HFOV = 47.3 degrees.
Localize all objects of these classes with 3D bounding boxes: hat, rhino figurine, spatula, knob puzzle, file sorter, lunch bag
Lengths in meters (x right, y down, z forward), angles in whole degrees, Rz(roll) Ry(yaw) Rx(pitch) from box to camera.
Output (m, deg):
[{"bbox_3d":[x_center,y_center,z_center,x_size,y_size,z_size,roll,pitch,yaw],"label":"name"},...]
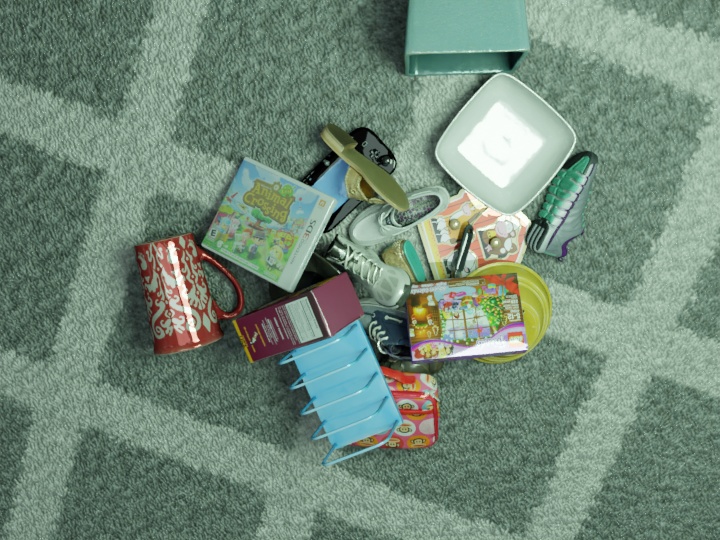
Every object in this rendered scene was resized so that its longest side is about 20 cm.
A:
[{"bbox_3d":[-0.071,0.048,1.508,0.199,0.081,0.202,13,114,30],"label":"hat"},{"bbox_3d":[0.066,0.175,1.542,0.199,0.060,0.088,-15,137,7],"label":"rhino figurine"},{"bbox_3d":[0.175,0.015,1.467,0.056,0.021,0.202,14,83,-28],"label":"spatula"},{"bbox_3d":[0.217,-0.055,1.499,0.218,0.030,0.221,0,98,2],"label":"knob puzzle"},{"bbox_3d":[-0.036,0.209,1.404,0.138,0.123,0.201,-23,92,14],"label":"file sorter"},{"bbox_3d":[0.048,0.248,1.521,0.198,0.082,0.177,0,130,6],"label":"lunch bag"}]

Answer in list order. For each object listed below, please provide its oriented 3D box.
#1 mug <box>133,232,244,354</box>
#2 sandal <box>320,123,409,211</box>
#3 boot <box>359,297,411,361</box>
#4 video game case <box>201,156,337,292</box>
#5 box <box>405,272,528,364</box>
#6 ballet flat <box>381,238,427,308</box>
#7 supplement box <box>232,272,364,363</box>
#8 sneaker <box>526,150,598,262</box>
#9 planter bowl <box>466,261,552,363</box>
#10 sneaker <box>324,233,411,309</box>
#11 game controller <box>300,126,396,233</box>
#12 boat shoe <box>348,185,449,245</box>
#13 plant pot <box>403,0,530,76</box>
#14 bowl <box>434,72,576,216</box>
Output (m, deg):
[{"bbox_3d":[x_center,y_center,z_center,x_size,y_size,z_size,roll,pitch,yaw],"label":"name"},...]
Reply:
[{"bbox_3d":[-0.325,0.034,1.523,0.133,0.177,0.202,-7,100,42],"label":"mug"},{"bbox_3d":[-0.004,-0.160,1.442,0.212,0.077,0.070,48,121,13],"label":"sandal"},{"bbox_3d":[0.044,0.109,1.488,0.199,0.090,0.073,6,127,25],"label":"boot"},{"bbox_3d":[-0.164,-0.084,1.466,0.199,0.022,0.183,26,89,20],"label":"video game case"},{"bbox_3d":[0.179,0.082,1.412,0.198,0.039,0.138,-6,74,0],"label":"box"},{"bbox_3d":[0.099,0.035,1.518,0.065,0.071,0.201,-17,106,31],"label":"ballet flat"},{"bbox_3d":[-0.108,0.083,1.425,0.199,0.110,0.086,-21,94,36],"label":"supplement box"},{"bbox_3d":[0.379,-0.114,1.475,0.087,0.074,0.201,22,106,-26],"label":"sneaker"},{"bbox_3d":[0.264,0.093,1.489,0.199,0.084,0.202,-2,109,-6],"label":"planter bowl"},{"bbox_3d":[0.000,0.000,1.428,0.115,0.200,0.076,23,99,-35],"label":"sneaker"},{"bbox_3d":[-0.031,-0.163,1.487,0.200,0.042,0.104,-43,97,10],"label":"game controller"},{"bbox_3d":[0.064,-0.094,1.473,0.199,0.068,0.073,-16,95,17],"label":"boat shoe"},{"bbox_3d":[0.166,-0.438,1.347,0.194,0.196,0.202,-1,93,3],"label":"plant pot"},{"bbox_3d":[0.250,-0.219,1.443,0.199,0.075,0.200,39,101,-5],"label":"bowl"}]
